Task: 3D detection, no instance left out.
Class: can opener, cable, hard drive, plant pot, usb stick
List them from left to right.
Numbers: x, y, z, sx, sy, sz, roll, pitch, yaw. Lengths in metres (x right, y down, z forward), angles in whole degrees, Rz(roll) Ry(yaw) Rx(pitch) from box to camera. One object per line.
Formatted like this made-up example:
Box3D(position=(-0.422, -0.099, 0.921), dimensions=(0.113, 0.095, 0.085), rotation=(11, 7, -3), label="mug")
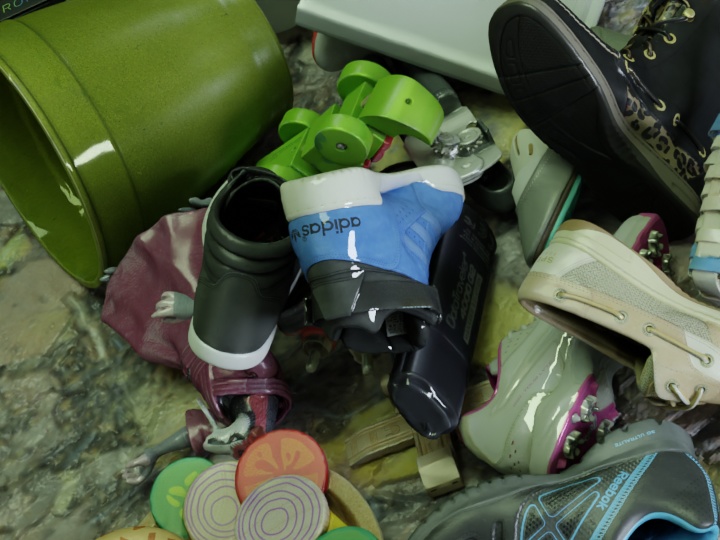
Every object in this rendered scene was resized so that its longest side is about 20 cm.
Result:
Box3D(position=(-0.158, -0.121, 1.591), dimensions=(0.193, 0.201, 0.200), rotation=(-31, 43, -19), label="plant pot")
Box3D(position=(0.000, 0.000, 1.475), dimensions=(0.097, 0.050, 0.200), rotation=(-11, 29, 17), label="cable")
Box3D(position=(0.049, -0.099, 1.548), dimensions=(0.053, 0.067, 0.200), rotation=(-27, 36, -3), label="can opener")
Box3D(position=(0.053, 0.027, 1.406), dimensions=(0.033, 0.055, 0.200), rotation=(-30, 25, 30), label="usb stick")
Box3D(position=(0.069, -0.196, 1.577), dimensions=(0.199, 0.027, 0.132), rotation=(19, 59, 4), label="hard drive")

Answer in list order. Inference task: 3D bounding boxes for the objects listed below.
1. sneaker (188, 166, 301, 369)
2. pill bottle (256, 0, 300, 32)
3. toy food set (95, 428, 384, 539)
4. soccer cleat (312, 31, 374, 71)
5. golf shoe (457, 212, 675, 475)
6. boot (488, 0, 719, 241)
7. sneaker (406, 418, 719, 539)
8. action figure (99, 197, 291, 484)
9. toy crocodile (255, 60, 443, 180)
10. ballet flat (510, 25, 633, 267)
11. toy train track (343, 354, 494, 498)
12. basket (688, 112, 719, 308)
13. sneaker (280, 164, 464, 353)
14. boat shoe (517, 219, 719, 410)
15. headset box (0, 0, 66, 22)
Box3D(position=(-0.061, -0.033, 1.404), dimensions=(0.071, 0.099, 0.200), rotation=(16, 34, -5), label="sneaker")
Box3D(position=(-0.052, -0.283, 1.717), dimensions=(0.112, 0.112, 0.200), rotation=(1, 52, 27), label="pill bottle")
Box3D(position=(-0.076, 0.192, 1.344), dimensions=(0.198, 0.049, 0.200), rotation=(-46, 50, -9), label="toy food set")
Box3D(position=(0.044, -0.210, 1.634), dimensions=(0.085, 0.069, 0.200), rotation=(27, 57, 33), label="soccer cleat")
Box3D(position=(0.127, 0.041, 1.370), dimensions=(0.091, 0.075, 0.200), rotation=(10, 55, 32), label="golf shoe")
Box3D(position=(0.174, -0.135, 1.428), dimensions=(0.073, 0.200, 0.151), rotation=(-16, 34, 49), label="boot")
Box3D(position=(0.109, 0.158, 1.278), dimensions=(0.200, 0.073, 0.082), rotation=(-27, 47, 4), label="sneaker")
Box3D(position=(-0.092, 0.058, 1.473), dimensions=(0.149, 0.134, 0.200), rotation=(-4, 47, -36), label="action figure")
Box3D(position=(-0.018, -0.084, 1.527), dimensions=(0.200, 0.062, 0.068), rotation=(-32, 29, 48), label="toy crocodile")
Box3D(position=(0.133, -0.085, 1.480), dimensions=(0.064, 0.067, 0.200), rotation=(26, 57, 10), label="ballet flat")
Box3D(position=(0.032, 0.058, 1.432), dimensions=(0.114, 0.033, 0.200), rotation=(-22, 44, 8), label="toy train track")
Box3D(position=(0.295, -0.055, 1.324), dimensions=(0.176, 0.139, 0.200), rotation=(12, 67, 35), label="basket")
Box3D(position=(0.017, -0.004, 1.361), dimensions=(0.077, 0.200, 0.112), rotation=(-12, 88, 20), label="sneaker")
Box3D(position=(0.183, 0.051, 1.293), dimensions=(0.200, 0.072, 0.065), rotation=(35, 71, 4), label="boat shoe")
Box3D(position=(-0.296, -0.219, 1.796), dimensions=(0.174, 0.093, 0.200), rotation=(-24, 44, 4), label="headset box")
